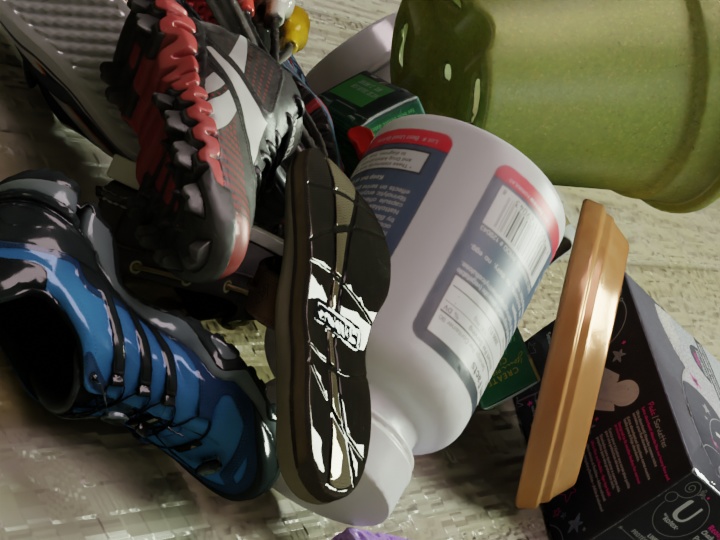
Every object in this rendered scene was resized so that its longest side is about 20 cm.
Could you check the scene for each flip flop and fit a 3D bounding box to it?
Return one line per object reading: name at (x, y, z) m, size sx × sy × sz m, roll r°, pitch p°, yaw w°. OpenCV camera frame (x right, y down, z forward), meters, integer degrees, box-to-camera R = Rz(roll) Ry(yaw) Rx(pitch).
flip flop at (-0.028, 0.025, 1.145) m, size 0.081 × 0.057 × 0.201 m, roll 41°, pitch 41°, yaw -44°

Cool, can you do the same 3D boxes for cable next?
cable at (-0.053, -0.133, 1.346) m, size 0.097 × 0.050 × 0.200 m, roll 49°, pitch 11°, yaw -33°

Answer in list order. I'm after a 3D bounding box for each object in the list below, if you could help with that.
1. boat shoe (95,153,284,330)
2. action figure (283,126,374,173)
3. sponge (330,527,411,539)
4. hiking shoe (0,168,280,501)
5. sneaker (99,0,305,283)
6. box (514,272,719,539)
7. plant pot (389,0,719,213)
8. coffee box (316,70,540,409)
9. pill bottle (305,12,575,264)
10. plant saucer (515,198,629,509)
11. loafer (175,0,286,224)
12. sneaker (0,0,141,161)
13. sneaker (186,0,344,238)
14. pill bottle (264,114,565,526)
boat shoe at (-0.081, -0.003, 1.271) m, size 0.071 × 0.061 × 0.201 m, roll 23°, pitch -4°, yaw 36°
action figure at (0.000, 0.000, 1.403) m, size 0.099 × 0.065 × 0.201 m, roll -127°, pitch -164°, yaw -56°
sponge at (0.055, 0.204, 1.281) m, size 0.200 × 0.030 × 0.112 m, roll 21°, pitch 39°, yaw -57°
hiking shoe at (-0.119, 0.050, 1.105) m, size 0.200 × 0.074 × 0.087 m, roll 46°, pitch 42°, yaw -18°
sneaker at (-0.068, -0.063, 1.161) m, size 0.097 × 0.071 × 0.201 m, roll 15°, pitch 33°, yaw -23°
box at (0.196, 0.126, 1.601) m, size 0.132 × 0.115 × 0.201 m, roll 39°, pitch 25°, yaw -34°
plant pot at (0.126, -0.131, 1.497) m, size 0.183 × 0.201 × 0.201 m, roll -5°, pitch 53°, yaw -26°
coffee box at (0.041, -0.021, 1.461) m, size 0.201 × 0.044 × 0.123 m, roll 65°, pitch -8°, yaw -17°
pill bottle at (0.050, -0.070, 1.592) m, size 0.201 × 0.111 × 0.111 m, roll 56°, pitch 20°, yaw 4°
plant saucer at (0.137, 0.056, 1.492) m, size 0.037 × 0.201 × 0.200 m, roll 12°, pitch 22°, yaw 5°
loafer at (-0.098, -0.116, 1.379) m, size 0.201 × 0.068 × 0.070 m, roll 49°, pitch 46°, yaw -6°
sneaker at (-0.157, -0.135, 1.271) m, size 0.201 × 0.078 × 0.079 m, roll 58°, pitch -13°, yaw 2°
sneaker at (-0.051, -0.101, 1.464) m, size 0.095 × 0.079 × 0.201 m, roll 21°, pitch 39°, yaw -60°
pill bottle at (0.018, 0.028, 1.246) m, size 0.120 × 0.119 × 0.201 m, roll 44°, pitch 60°, yaw -25°
